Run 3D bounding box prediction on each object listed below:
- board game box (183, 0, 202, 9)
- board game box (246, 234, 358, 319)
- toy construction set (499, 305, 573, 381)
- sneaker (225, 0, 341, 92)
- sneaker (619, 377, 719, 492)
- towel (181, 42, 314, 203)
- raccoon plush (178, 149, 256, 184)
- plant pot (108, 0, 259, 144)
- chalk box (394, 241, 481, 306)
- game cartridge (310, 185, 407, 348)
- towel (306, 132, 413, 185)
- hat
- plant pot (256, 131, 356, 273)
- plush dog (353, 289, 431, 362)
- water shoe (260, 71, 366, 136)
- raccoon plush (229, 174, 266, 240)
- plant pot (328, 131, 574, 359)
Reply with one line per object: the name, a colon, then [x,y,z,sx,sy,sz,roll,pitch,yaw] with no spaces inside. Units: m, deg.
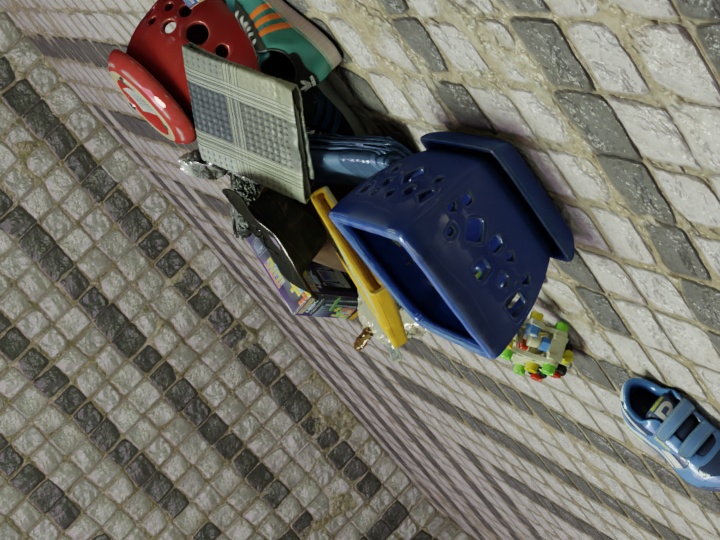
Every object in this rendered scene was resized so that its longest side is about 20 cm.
board game box: [-0.241,-0.434,1.634,0.152,0.046,0.200,49,168,-17]
board game box: [-0.093,-0.013,2.044,0.164,0.057,0.201,7,-137,-52]
toy construction set: [0.226,0.099,1.709,0.130,0.093,0.200,22,-179,-12]
sneaker: [-0.118,-0.300,1.570,0.200,0.080,0.072,39,168,29]
sneaker: [0.395,0.201,1.514,0.199,0.074,0.083,33,162,43]
towel: [-0.144,-0.195,1.608,0.199,0.035,0.194,25,140,28]
raccoon plush: [-0.165,-0.209,1.773,0.198,0.135,0.097,6,142,25]
plant pot: [-0.260,-0.302,1.829,0.200,0.183,0.201,41,170,9]
chalk box: [0.088,-0.013,1.728,0.124,0.124,0.200,40,167,26]
game cartridge: [0.000,0.000,1.670,0.177,0.032,0.200,58,174,25]
towel: [-0.015,-0.149,1.641,0.198,0.049,0.111,6,166,34]
hat: [-0.100,-0.057,1.690,0.201,0.081,0.201,48,171,10]
plant pot: [-0.033,-0.080,1.856,0.199,0.188,0.187,36,173,-24]
plush dog: [0.071,0.060,2.011,0.200,0.161,0.171,40,-156,20]
water shoe: [-0.066,-0.218,1.678,0.201,0.079,0.071,52,167,-29]
raccoon plush: [-0.136,-0.127,1.929,0.097,0.132,0.202,-120,27,-61]
plant pot: [0.113,-0.044,1.394,0.201,0.180,0.200,51,167,-24]
